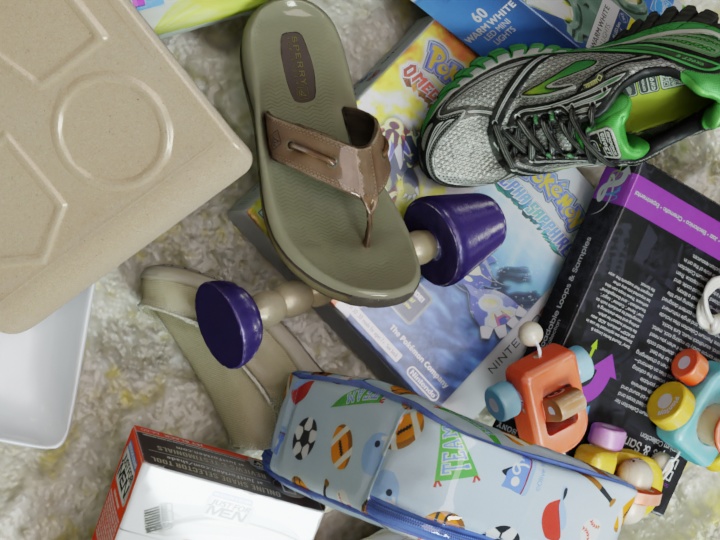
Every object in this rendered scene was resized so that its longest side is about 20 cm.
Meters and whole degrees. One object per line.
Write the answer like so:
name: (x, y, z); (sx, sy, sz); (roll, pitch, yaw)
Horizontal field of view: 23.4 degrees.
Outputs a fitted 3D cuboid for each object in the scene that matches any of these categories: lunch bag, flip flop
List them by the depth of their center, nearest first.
lunch bag: (0.049, 0.114, 0.952); (0.160, 0.200, 0.076); (22, 87, -31)
flip flop: (-0.017, -0.072, 0.976); (0.081, 0.058, 0.201); (-5, 68, -24)

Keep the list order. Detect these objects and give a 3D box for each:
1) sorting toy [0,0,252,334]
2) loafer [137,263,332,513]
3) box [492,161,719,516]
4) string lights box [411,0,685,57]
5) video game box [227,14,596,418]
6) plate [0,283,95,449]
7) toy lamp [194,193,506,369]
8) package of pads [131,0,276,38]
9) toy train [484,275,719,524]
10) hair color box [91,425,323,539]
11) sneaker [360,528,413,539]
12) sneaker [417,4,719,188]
sorting toy: (-0.185, -0.085, 0.944); (0.185, 0.037, 0.200); (-34, 108, 18)
loafer: (-0.060, 0.073, 1.039); (0.200, 0.076, 0.068); (41, 71, -15)
box: (0.177, 0.044, 1.115); (0.143, 0.036, 0.201); (26, 86, -34)
string lights box: (0.114, -0.171, 1.091); (0.200, 0.059, 0.103); (36, 50, -16)
video game box: (0.049, -0.027, 1.095); (0.200, 0.047, 0.182); (47, 73, -13)
plate: (-0.249, -0.011, 0.996); (0.199, 0.032, 0.201); (12, 86, -18)
toy lamp: (0.000, 0.000, 1.011); (0.200, 0.058, 0.058); (-20, 96, -30)
package of pads: (-0.123, -0.216, 1.022); (0.199, 0.068, 0.155); (-18, 95, -21)
toy train: (0.176, 0.085, 1.071); (0.200, 0.056, 0.151); (-20, 113, -26)
hair color box: (-0.110, 0.202, 1.001); (0.111, 0.064, 0.201); (18, 102, -18)
sneaker: (0.046, 0.180, 1.066); (0.199, 0.093, 0.071); (-22, 97, -18)
sneaker: (0.125, -0.094, 1.021); (0.199, 0.085, 0.078); (-19, 118, 17)
